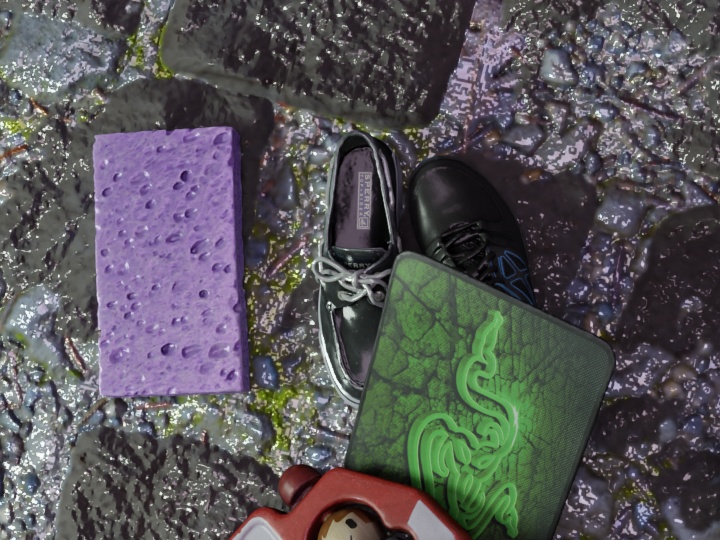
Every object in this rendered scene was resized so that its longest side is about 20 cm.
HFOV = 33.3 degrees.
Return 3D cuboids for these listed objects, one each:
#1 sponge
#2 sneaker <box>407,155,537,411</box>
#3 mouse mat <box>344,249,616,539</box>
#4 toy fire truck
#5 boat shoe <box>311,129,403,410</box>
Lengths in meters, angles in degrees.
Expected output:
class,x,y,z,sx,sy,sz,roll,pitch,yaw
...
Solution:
class,x,y,z,sx,sy,sz,roll,pitch,yaw
sponge,-0.143,-0.006,0.906,0.111,0.030,0.200,-4,83,10
sneaker,0.088,0.007,0.835,0.073,0.082,0.200,-25,80,6
mouse mat,0.072,0.099,0.803,0.161,0.008,0.200,25,123,22
toy fire truck,-0.027,0.223,0.829,0.168,0.112,0.200,41,91,30
boat shoe,0.003,0.000,0.858,0.073,0.068,0.200,4,85,11
